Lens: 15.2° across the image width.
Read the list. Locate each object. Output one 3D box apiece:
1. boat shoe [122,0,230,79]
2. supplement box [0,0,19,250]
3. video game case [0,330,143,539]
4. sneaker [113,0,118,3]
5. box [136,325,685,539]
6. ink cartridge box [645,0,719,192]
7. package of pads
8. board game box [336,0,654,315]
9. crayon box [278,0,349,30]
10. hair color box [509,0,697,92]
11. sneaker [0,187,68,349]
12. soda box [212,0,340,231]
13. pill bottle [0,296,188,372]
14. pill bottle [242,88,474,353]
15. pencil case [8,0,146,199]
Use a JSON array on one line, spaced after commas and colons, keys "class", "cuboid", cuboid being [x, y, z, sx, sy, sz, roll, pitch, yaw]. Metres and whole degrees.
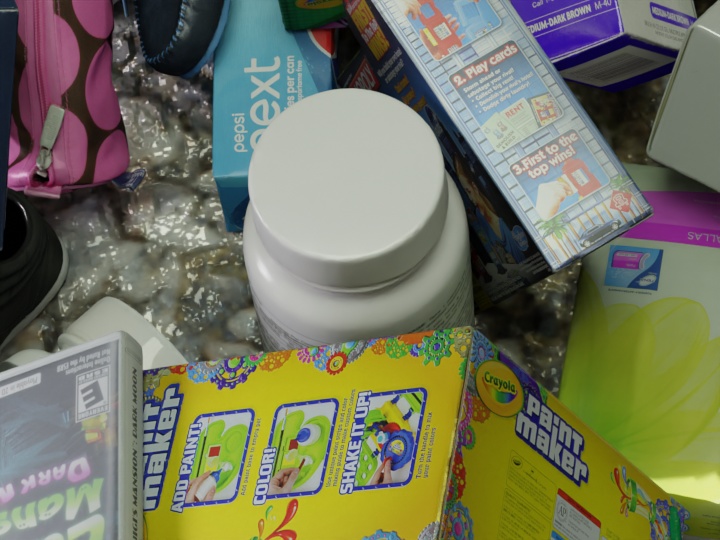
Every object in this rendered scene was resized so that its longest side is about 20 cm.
[{"class": "boat shoe", "cuboid": [-0.119, -0.197, 1.505, 0.068, 0.084, 0.201, 19, 48, -36]}, {"class": "supplement box", "cuboid": [-0.290, -0.109, 1.362, 0.198, 0.135, 0.200, -2, 28, -18]}, {"class": "video game case", "cuboid": [-0.188, 0.135, 1.248, 0.199, 0.023, 0.183, -19, 52, 21]}, {"class": "sneaker", "cuboid": [-0.183, -0.244, 1.572, 0.080, 0.084, 0.201, -23, 63, -8]}, {"class": "box", "cuboid": [0.016, 0.133, 1.259, 0.192, 0.200, 0.123, -9, 58, 34]}, {"class": "ink cartridge box", "cuboid": [0.259, -0.099, 1.414, 0.145, 0.084, 0.200, 28, 35, 17]}, {"class": "package of pads", "cuboid": [0.185, 0.047, 1.402, 0.153, 0.068, 0.201, 8, 64, 10]}, {"class": "board game box", "cuboid": [0.050, -0.086, 1.372, 0.061, 0.200, 0.201, -30, 89, -11]}, {"class": "crayon box", "cuboid": [0.011, -0.236, 1.482, 0.118, 0.058, 0.201, -3, 70, 3]}, {"class": "hair color box", "cuboid": [0.112, -0.201, 1.404, 0.065, 0.109, 0.201, -19, 78, 28]}, {"class": "sneaker", "cuboid": [-0.231, 0.035, 1.423, 0.070, 0.099, 0.200, 30, 70, 16]}, {"class": "soda box", "cuboid": [-0.046, -0.125, 1.511, 0.067, 0.064, 0.201, -3, 63, 3]}, {"class": "pill bottle", "cuboid": [-0.171, 0.113, 1.369, 0.113, 0.113, 0.200, 40, 72, 22]}, {"class": "pill bottle", "cuboid": [0.000, 0.000, 1.366, 0.113, 0.200, 0.114, -2, 62, 3]}, {"class": "pencil case", "cuboid": [-0.168, -0.141, 1.449, 0.090, 0.094, 0.201, -1, 105, 15]}]
